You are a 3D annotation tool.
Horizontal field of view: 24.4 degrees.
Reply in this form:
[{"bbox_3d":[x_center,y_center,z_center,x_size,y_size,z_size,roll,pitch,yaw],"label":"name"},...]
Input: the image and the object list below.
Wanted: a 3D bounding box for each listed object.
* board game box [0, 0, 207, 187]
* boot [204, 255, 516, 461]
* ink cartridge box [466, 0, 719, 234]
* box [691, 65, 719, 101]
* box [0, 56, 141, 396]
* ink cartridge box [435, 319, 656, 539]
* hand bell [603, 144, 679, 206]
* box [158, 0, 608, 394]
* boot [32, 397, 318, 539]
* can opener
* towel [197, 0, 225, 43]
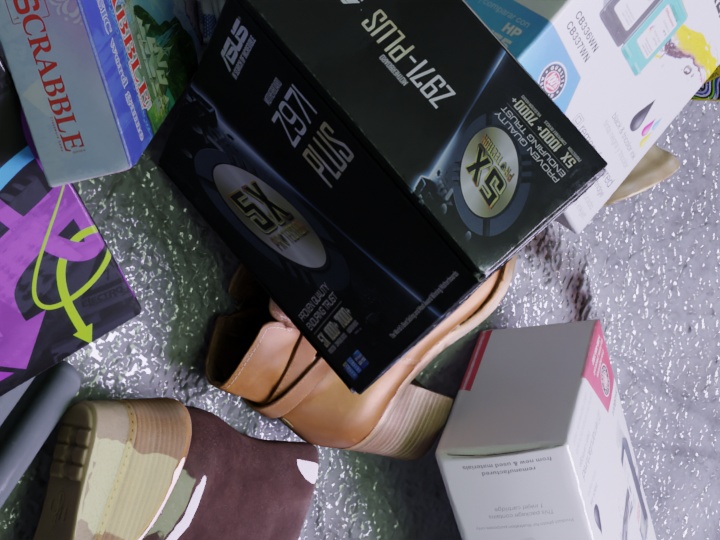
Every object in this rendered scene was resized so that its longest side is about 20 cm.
[{"bbox_3d":[-0.124,-0.166,0.733,0.200,0.041,0.201,-77,154,-65],"label":"board game box"},{"bbox_3d":[0.000,0.000,0.940,0.155,0.077,0.201,24,88,-38],"label":"boot"},{"bbox_3d":[0.107,-0.160,0.888,0.200,0.146,0.147,-50,143,-7],"label":"ink cartridge box"},{"bbox_3d":[0.288,-0.192,1.161,0.200,0.070,0.065,-39,118,-31],"label":"box"},{"bbox_3d":[-0.192,-0.017,0.708,0.142,0.036,0.201,-31,136,-8],"label":"box"},{"bbox_3d":[0.122,0.153,1.021,0.146,0.084,0.201,-62,140,-57],"label":"ink cartridge box"},{"bbox_3d":[0.115,-0.142,1.019,0.104,0.104,0.201,-27,102,-36],"label":"hand bell"},{"bbox_3d":[0.000,-0.050,0.792,0.086,0.200,0.164,-39,86,-25],"label":"box"},{"bbox_3d":[-0.103,0.170,0.864,0.166,0.072,0.201,20,85,-44],"label":"boot"},{"bbox_3d":[-0.205,0.108,0.775,0.200,0.066,0.053,-57,133,-31],"label":"can opener"},{"bbox_3d":[-0.045,-0.216,0.852,0.147,0.024,0.202,-22,112,-64],"label":"towel"}]
